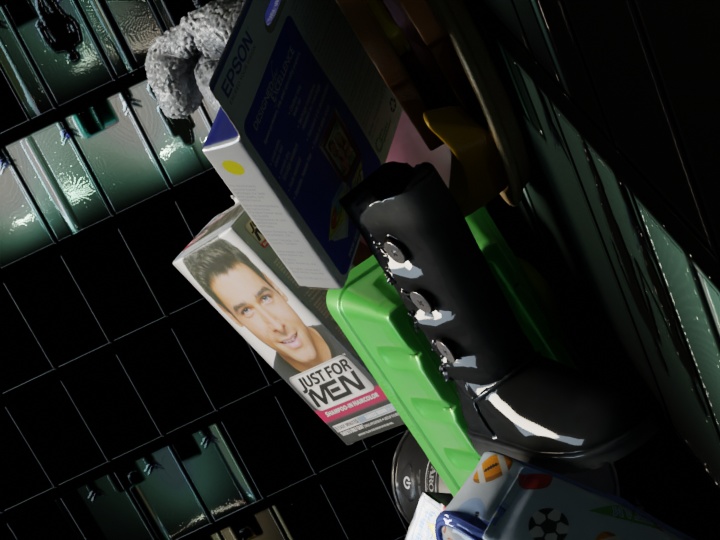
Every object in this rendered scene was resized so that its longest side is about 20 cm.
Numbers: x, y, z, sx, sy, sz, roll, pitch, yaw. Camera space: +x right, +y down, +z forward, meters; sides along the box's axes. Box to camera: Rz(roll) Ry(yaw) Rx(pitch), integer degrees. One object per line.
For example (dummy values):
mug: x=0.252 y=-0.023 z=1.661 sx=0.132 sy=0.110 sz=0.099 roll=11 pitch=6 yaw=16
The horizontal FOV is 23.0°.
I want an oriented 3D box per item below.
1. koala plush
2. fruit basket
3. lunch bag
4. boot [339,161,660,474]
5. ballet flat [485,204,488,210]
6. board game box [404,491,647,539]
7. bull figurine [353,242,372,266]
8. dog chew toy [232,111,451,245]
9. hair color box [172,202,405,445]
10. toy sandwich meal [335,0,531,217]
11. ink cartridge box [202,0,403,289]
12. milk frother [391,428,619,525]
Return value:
koala plush: x=-0.062 y=-0.128 z=1.479 sx=0.184 sy=0.177 sz=0.201 roll=156 pitch=98 yaw=-69
fruit basket: x=0.084 y=0.053 z=1.279 sx=0.216 sy=0.155 sz=0.216 roll=55 pitch=174 yaw=8
lunch bag: x=0.143 y=0.202 z=1.093 sx=0.200 sy=0.076 sz=0.160 roll=28 pitch=152 yaw=20
boot: x=0.083 y=0.024 z=1.091 sx=0.165 sy=0.066 sz=0.200 roll=-6 pitch=114 yaw=54
ballet flat: x=0.060 y=-0.077 z=1.440 sx=0.200 sy=0.072 sz=0.072 roll=55 pitch=-173 yaw=-52
board game box: x=0.139 y=0.226 z=1.279 sx=0.200 sy=0.199 sz=0.062 roll=-115 pitch=40 yaw=-66
bull figurine: x=0.000 y=0.000 z=1.414 sx=0.121 sy=0.199 sz=0.065 roll=57 pitch=-134 yaw=-65
dog chew toy: x=-0.010 y=-0.076 z=1.337 sx=0.125 sy=0.199 sz=0.125 roll=6 pitch=-90 yaw=-72
hair color box: x=-0.037 y=0.035 z=1.335 sx=0.200 sy=0.061 sz=0.099 roll=47 pitch=145 yaw=-11
toy sandwich meal: x=0.042 y=-0.120 z=1.125 sx=0.205 sy=0.070 sz=0.206 roll=155 pitch=90 yaw=-90
ink cartridge box: x=-0.037 y=-0.124 z=1.128 sx=0.200 sy=0.047 sz=0.198 roll=56 pitch=-136 yaw=-44
milk frother: x=0.164 y=0.197 z=1.533 sx=0.188 sy=0.200 sz=0.181 roll=2 pitch=111 yaw=62
